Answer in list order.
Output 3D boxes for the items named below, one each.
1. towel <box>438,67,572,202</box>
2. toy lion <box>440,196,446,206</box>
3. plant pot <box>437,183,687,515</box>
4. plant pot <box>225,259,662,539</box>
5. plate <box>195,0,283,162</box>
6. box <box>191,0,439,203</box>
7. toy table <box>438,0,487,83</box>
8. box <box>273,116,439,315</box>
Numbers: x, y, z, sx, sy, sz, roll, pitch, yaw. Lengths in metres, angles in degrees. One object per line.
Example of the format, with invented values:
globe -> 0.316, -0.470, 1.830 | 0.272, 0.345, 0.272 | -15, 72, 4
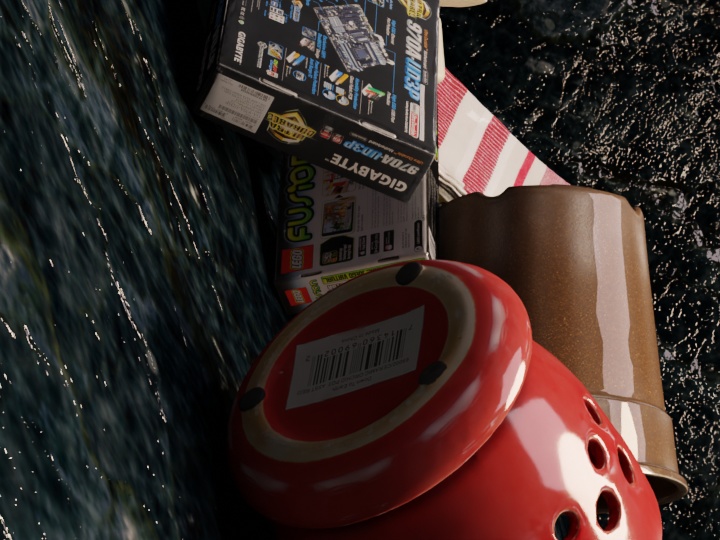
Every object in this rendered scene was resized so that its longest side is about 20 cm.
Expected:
towel -> 0.091, -0.092, 1.712 | 0.200, 0.023, 0.144 | 43, 32, -11
toy lion -> 0.076, -0.031, 1.815 | 0.069, 0.198, 0.193 | 59, 32, -47
plant pot -> 0.123, 0.056, 1.484 | 0.200, 0.198, 0.200 | 50, 39, -69
plant pot -> 0.037, 0.113, 1.143 | 0.183, 0.199, 0.201 | 55, 14, -33
plate -> -0.087, -0.160, 1.587 | 0.200, 0.025, 0.202 | -21, 90, -83
box -> -0.026, -0.149, 1.457 | 0.158, 0.046, 0.201 | 22, 37, -15
toy table -> 0.006, -0.223, 1.634 | 0.200, 0.116, 0.186 | -8, 89, -60
box -> -0.001, -0.063, 1.501 | 0.035, 0.109, 0.201 | 67, 18, -44
